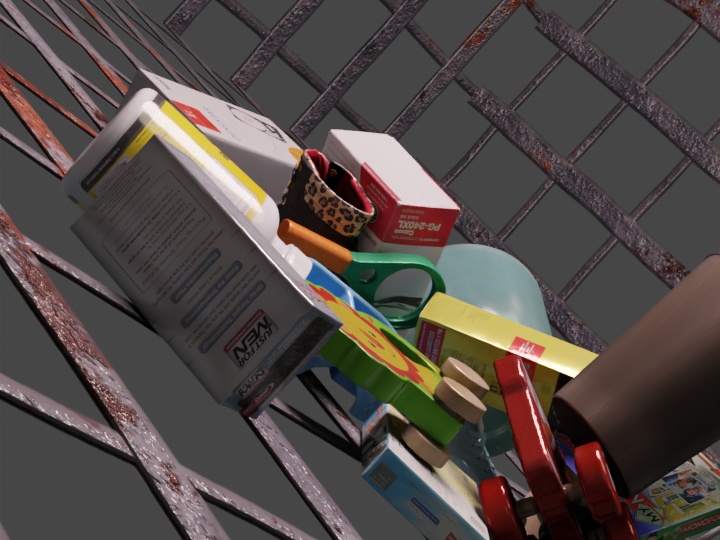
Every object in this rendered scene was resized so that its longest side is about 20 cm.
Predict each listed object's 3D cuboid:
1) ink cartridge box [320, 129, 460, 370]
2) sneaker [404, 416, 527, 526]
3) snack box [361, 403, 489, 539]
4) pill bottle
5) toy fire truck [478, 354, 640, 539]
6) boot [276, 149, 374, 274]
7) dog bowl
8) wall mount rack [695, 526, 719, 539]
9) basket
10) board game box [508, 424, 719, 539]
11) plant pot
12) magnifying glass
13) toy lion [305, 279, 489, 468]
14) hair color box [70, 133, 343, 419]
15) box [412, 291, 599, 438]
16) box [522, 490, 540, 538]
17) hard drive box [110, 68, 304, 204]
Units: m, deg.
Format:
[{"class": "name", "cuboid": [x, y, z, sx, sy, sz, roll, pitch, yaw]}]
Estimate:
[{"class": "ink cartridge box", "cuboid": [0.000, -0.017, 1.787, 0.083, 0.202, 0.145, 2, 31, -37]}, {"class": "sneaker", "cuboid": [0.099, 0.169, 1.731, 0.200, 0.082, 0.074, 43, 7, 5]}, {"class": "snack box", "cuboid": [0.053, 0.181, 1.534, 0.116, 0.037, 0.200, 43, 5, -4]}, {"class": "pill bottle", "cuboid": [-0.138, -0.043, 1.447, 0.200, 0.112, 0.112, 43, 5, -10]}, {"class": "toy fire truck", "cuboid": [0.172, 0.191, 1.571, 0.169, 0.111, 0.201, -99, 165, -50]}, {"class": "boot", "cuboid": [-0.078, -0.054, 1.745, 0.073, 0.151, 0.200, 4, 38, -47]}, {"class": "dog bowl", "cuboid": [-0.022, 0.061, 1.652, 0.200, 0.049, 0.112, 39, 28, -38]}, {"class": "wall mount rack", "cuboid": [0.275, 0.222, 1.718, 0.172, 0.075, 0.201, -1, 35, -17]}, {"class": "basket", "cuboid": [0.280, 0.098, 1.578, 0.137, 0.199, 0.180, 57, -8, -14]}, {"class": "board game box", "cuboid": [0.251, 0.182, 1.687, 0.133, 0.029, 0.200, -13, 39, -29]}, {"class": "plant pot", "cuboid": [0.114, 0.100, 1.865, 0.200, 0.200, 0.162, 40, 18, -28]}, {"class": "magnifying glass", "cuboid": [0.000, 0.000, 1.688, 0.199, 0.080, 0.022, 26, 24, -36]}, {"class": "toy lion", "cuboid": [0.018, 0.077, 1.541, 0.191, 0.069, 0.200, 39, 7, 2]}, {"class": "hair color box", "cuboid": [-0.115, 0.003, 1.315, 0.200, 0.099, 0.061, 46, 5, 28]}, {"class": "box", "cuboid": [0.148, 0.094, 1.697, 0.198, 0.076, 0.050, 23, 37, 15]}, {"class": "box", "cuboid": [0.241, 0.294, 1.775, 0.078, 0.095, 0.200, 37, 7, -46]}, {"class": "hard drive box", "cuboid": [-0.151, -0.126, 1.945, 0.199, 0.077, 0.156, 17, 20, -45]}]
